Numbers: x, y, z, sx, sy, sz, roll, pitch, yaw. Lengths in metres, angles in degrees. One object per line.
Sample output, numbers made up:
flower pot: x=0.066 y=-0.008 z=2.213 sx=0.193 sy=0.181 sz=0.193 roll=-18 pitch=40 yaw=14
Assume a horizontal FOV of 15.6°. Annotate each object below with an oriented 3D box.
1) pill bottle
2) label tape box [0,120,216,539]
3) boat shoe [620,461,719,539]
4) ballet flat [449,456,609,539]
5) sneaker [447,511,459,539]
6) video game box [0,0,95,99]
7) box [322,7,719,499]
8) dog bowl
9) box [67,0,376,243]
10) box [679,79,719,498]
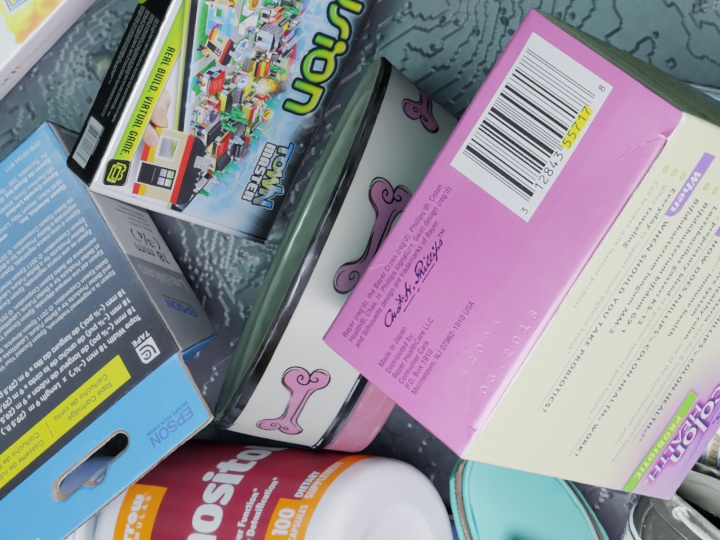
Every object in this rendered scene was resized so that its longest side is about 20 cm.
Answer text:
pill bottle: x=-0.061 y=0.144 z=1.335 sx=0.200 sy=0.113 sz=0.113 roll=2 pitch=95 yaw=38
label tape box: x=-0.156 y=0.045 z=1.369 sx=0.144 sy=0.063 sz=0.200 roll=-39 pitch=62 yaw=15
boat shoe: x=0.225 y=0.157 z=1.279 sx=0.200 sy=0.071 sz=0.064 roll=25 pitch=131 yaw=5
ballet flat: x=0.106 y=0.164 z=1.330 sx=0.067 sy=0.070 sz=0.200 roll=-37 pitch=96 yaw=-4
sneaker: x=0.068 y=0.203 z=1.345 sx=0.076 sy=0.077 sz=0.200 roll=-42 pitch=80 yaw=16
video game box: x=-0.245 y=-0.172 z=1.419 sx=0.200 sy=0.047 sz=0.182 roll=-45 pitch=85 yaw=14
box: x=0.111 y=-0.001 z=1.194 sx=0.097 sy=0.200 sz=0.176 roll=39 pitch=103 yaw=33
dog bowl: x=0.000 y=0.000 z=1.295 sx=0.074 sy=0.200 sz=0.200 roll=25 pitch=101 yaw=-5
box: x=-0.058 y=-0.122 z=1.335 sx=0.035 sy=0.110 sz=0.200 roll=42 pitch=110 yaw=54
box: x=0.171 y=0.009 z=1.322 sx=0.110 sy=0.035 sz=0.200 roll=13 pitch=98 yaw=13
